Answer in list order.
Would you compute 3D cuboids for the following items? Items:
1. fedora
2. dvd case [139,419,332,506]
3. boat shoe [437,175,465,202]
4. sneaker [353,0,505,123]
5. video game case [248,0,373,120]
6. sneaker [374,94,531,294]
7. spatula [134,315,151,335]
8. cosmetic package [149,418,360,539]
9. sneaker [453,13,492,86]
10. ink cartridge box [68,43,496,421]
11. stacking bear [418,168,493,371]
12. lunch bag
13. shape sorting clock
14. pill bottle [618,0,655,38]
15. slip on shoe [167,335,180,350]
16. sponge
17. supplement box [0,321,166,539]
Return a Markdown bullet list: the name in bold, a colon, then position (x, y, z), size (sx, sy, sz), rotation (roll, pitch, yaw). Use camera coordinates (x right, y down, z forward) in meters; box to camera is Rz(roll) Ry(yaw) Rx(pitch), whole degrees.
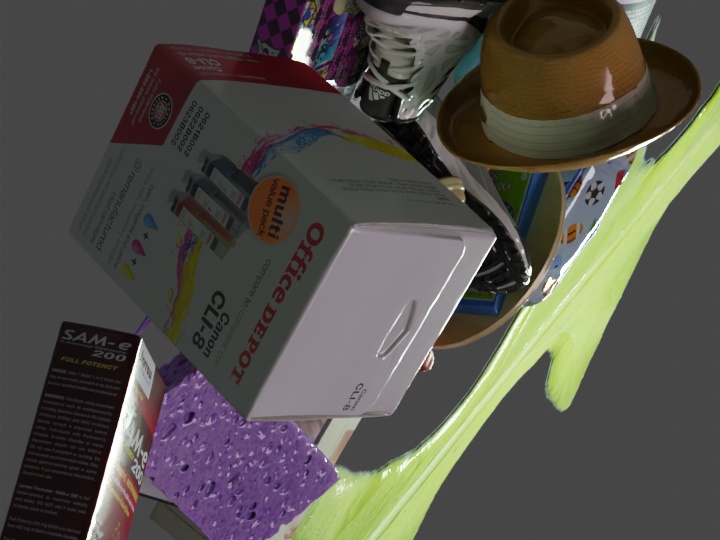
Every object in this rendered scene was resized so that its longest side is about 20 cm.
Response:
- **fedora**: position (0.137, -0.142, 1.375), size (0.200, 0.200, 0.082), rotation (-40, 128, -38)
- **dvd case**: position (-0.088, 0.107, 1.582), size (0.142, 0.018, 0.201), rotation (21, 108, -28)
- **boat shoe**: position (0.000, 0.000, 1.500), size (0.199, 0.063, 0.073), rotation (-33, 168, 1)
- **sneaker**: position (0.033, -0.148, 1.357), size (0.116, 0.075, 0.200), rotation (-62, 164, 15)
- **video game case**: position (-0.015, -0.166, 1.389), size (0.181, 0.036, 0.201), rotation (-35, 153, -48)
- **sneaker**: position (0.077, -0.070, 1.579), size (0.074, 0.201, 0.079), rotation (-24, -164, 39)
- **spatula**: position (-0.122, -0.030, 1.380), size (0.057, 0.020, 0.201), rotation (-51, 164, -50)
- **cosmetic package**: position (-0.079, 0.150, 1.693), size (0.201, 0.103, 0.087), rotation (-59, 162, 16)
- **sneaker**: position (0.128, -0.228, 1.509), size (0.200, 0.079, 0.131), rotation (-48, -149, 48)
- **ink cartridge box**: position (-0.050, -0.023, 1.240), size (0.144, 0.200, 0.146), rotation (2, 124, -51)
- **stacking bear**: position (0.042, -0.039, 1.654), size (0.201, 0.113, 0.122), rotation (-61, 148, -16)
- **lunch bag**: position (0.137, -0.076, 1.768), size (0.201, 0.160, 0.075), rotation (-55, 142, 3)
- **shape sorting clock**: position (0.093, -0.025, 1.701), size (0.039, 0.200, 0.201), rotation (28, 98, -40)
- **pill bottle**: position (0.183, -0.232, 1.647), size (0.119, 0.119, 0.201), rotation (-38, 156, -43)
- **slip on shoe**: position (-0.047, 0.009, 1.433), size (0.199, 0.061, 0.074), rotation (-31, 168, 8)
- **sponge**: position (-0.105, 0.138, 1.543), size (0.111, 0.030, 0.200), rotation (-39, 135, -2)
- **supplement box**: position (-0.188, 0.148, 1.342), size (0.109, 0.060, 0.201), rotation (78, 22, -67)
